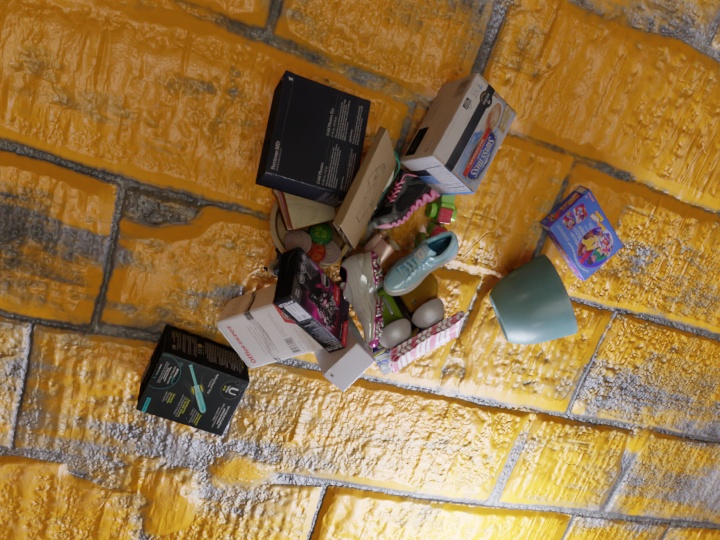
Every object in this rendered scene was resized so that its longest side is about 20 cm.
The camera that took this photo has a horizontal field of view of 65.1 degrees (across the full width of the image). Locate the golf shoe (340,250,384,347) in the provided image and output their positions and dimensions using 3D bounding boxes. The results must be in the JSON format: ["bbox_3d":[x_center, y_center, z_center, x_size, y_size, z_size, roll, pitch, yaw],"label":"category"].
[{"bbox_3d":[0.004,0.062,1.207,0.089,0.075,0.205,-4,85,14],"label":"golf shoe"}]

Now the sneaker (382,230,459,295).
[{"bbox_3d":[0.128,-0.026,1.230,0.198,0.074,0.082,-36,152,-10],"label":"sneaker"}]

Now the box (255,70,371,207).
[{"bbox_3d":[-0.093,-0.250,1.102,0.178,0.104,0.205,14,81,-21],"label":"box"}]

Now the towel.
[{"bbox_3d":[0.153,0.169,1.295,0.197,0.030,0.147,-29,159,-6],"label":"towel"}]

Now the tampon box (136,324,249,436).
[{"bbox_3d":[-0.365,0.241,1.241,0.197,0.127,0.152,25,103,-24],"label":"tampon box"}]

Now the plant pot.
[{"bbox_3d":[0.407,0.085,1.371,0.158,0.202,0.203,-21,116,8],"label":"plant pot"}]

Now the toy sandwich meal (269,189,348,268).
[{"bbox_3d":[-0.097,-0.107,1.176,0.200,0.070,0.211,4,77,-18],"label":"toy sandwich meal"}]

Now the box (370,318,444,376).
[{"bbox_3d":[0.118,0.168,1.386,0.198,0.064,0.071,-33,116,-2],"label":"box"}]

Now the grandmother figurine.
[{"bbox_3d":[0.000,0.000,1.268,0.200,0.122,0.060,-44,143,4],"label":"grandmother figurine"}]

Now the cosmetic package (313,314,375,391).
[{"bbox_3d":[-0.050,0.161,1.257,0.101,0.201,0.071,-43,120,6],"label":"cosmetic package"}]

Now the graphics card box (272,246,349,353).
[{"bbox_3d":[-0.093,0.063,1.147,0.050,0.128,0.200,-18,135,27],"label":"graphics card box"}]

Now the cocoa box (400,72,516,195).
[{"bbox_3d":[0.203,-0.275,1.171,0.130,0.133,0.203,34,80,-24],"label":"cocoa box"}]

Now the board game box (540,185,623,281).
[{"bbox_3d":[0.558,-0.091,1.420,0.134,0.045,0.200,-42,116,3],"label":"board game box"}]

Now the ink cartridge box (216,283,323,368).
[{"bbox_3d":[-0.186,0.114,1.221,0.196,0.084,0.148,-17,121,23],"label":"ink cartridge box"}]

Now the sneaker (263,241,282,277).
[{"bbox_3d":[-0.147,0.016,1.243,0.126,0.080,0.204,-7,112,-11],"label":"sneaker"}]

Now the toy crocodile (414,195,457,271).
[{"bbox_3d":[0.178,-0.097,1.300,0.066,0.062,0.204,12,106,-20],"label":"toy crocodile"}]

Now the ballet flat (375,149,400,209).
[{"bbox_3d":[0.023,-0.172,1.222,0.066,0.071,0.203,25,103,-23],"label":"ballet flat"}]

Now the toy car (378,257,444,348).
[{"bbox_3d":[0.094,0.086,1.313,0.197,0.177,0.151,-29,152,-3],"label":"toy car"}]

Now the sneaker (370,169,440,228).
[{"bbox_3d":[0.090,-0.167,1.226,0.199,0.078,0.097,-38,118,-25],"label":"sneaker"}]

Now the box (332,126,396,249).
[{"bbox_3d":[0.012,-0.153,1.094,0.021,0.164,0.203,25,83,13],"label":"box"}]
